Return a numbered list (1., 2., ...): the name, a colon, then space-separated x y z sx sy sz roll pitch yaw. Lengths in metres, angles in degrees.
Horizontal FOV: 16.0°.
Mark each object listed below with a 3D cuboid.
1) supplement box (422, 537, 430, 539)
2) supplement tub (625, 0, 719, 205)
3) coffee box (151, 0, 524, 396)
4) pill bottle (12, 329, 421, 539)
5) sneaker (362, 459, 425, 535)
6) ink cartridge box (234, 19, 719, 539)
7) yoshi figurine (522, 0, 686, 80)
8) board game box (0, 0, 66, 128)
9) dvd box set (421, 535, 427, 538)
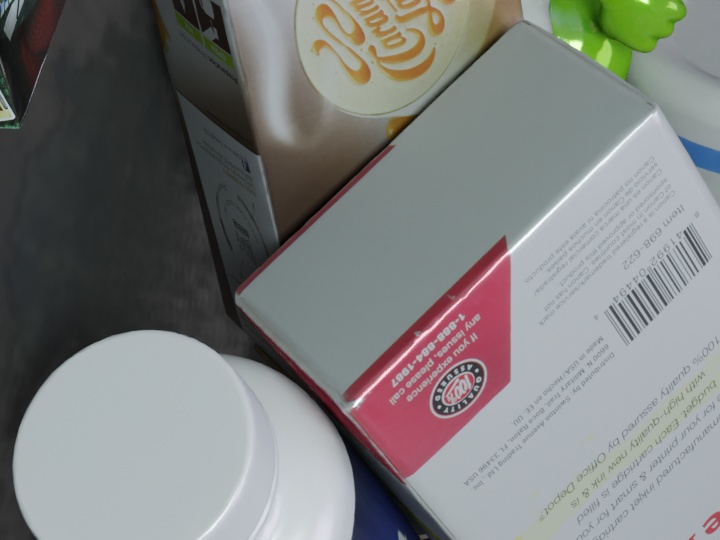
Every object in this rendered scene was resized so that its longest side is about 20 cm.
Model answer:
1. supplement box: 0.013 0.221 1.066 0.104 0.100 0.201 -96 175 -50
2. supplement tub: 0.162 -0.017 1.113 0.132 0.131 0.201 -58 158 -51
3. coffee box: -0.004 -0.069 0.913 0.114 0.080 0.201 -25 126 -20
4. pill bottle: -0.046 0.096 0.889 0.200 0.110 0.112 56 44 -61
5. sneaker: 0.000 0.000 1.034 0.116 0.075 0.201 44 33 -56
6. ink cartridge box: 0.070 0.036 0.913 0.145 0.083 0.200 -44 133 -7
7. yoshi figurine: 0.076 -0.133 0.999 0.113 0.111 0.201 -79 -176 -59
8. board game box: -0.095 -0.148 0.756 0.105 0.023 0.201 75 20 -44
9. dvd box set: 0.007 0.084 1.153 0.147 0.029 0.201 75 30 -46
